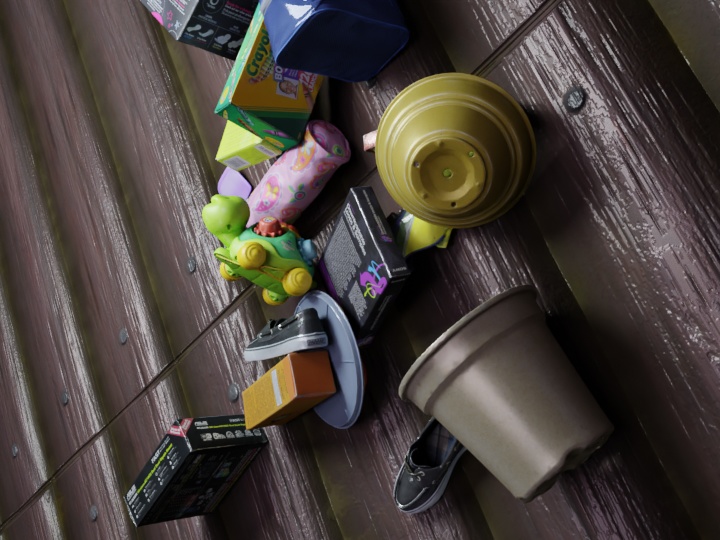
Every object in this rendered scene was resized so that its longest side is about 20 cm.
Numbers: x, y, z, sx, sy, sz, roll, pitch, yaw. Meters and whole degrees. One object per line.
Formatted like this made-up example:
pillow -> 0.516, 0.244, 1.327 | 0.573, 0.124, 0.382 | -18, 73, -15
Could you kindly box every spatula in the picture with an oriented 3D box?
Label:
spatula -> -0.175, -0.089, 1.531 | 0.057, 0.021, 0.200 | -54, 54, 25

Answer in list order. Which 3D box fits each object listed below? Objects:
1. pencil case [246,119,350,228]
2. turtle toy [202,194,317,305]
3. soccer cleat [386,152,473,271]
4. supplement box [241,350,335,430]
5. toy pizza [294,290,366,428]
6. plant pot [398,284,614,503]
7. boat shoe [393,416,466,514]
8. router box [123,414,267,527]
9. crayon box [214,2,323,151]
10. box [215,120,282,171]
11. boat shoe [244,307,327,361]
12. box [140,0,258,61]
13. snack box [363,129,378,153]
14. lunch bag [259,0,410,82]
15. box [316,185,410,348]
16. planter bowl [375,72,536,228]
pencil case -> -0.097, -0.132, 1.417 | 0.200, 0.087, 0.088 | -48, 56, 31
turtle toy -> -0.144, -0.032, 1.374 | 0.101, 0.200, 0.146 | -64, 16, -19
soccer cleat -> 0.102, -0.078, 1.243 | 0.084, 0.065, 0.200 | 49, 119, 9
supplement box -> -0.109, 0.177, 1.378 | 0.200, 0.066, 0.069 | -42, 57, 54
toy pizza -> -0.041, 0.126, 1.351 | 0.200, 0.032, 0.201 | 29, 125, 53
plant pot -> 0.176, 0.150, 1.068 | 0.184, 0.200, 0.201 | 51, 121, 22
boat shoe -> 0.090, 0.239, 1.214 | 0.200, 0.066, 0.070 | -54, 53, 27
router box -> -0.261, 0.313, 1.494 | 0.200, 0.150, 0.062 | -53, 54, 27
crayon box -> -0.118, -0.290, 1.373 | 0.058, 0.119, 0.201 | -14, 53, 58
box -> -0.150, -0.261, 1.464 | 0.122, 0.048, 0.201 | -12, 58, 48
boat shoe -> -0.110, 0.095, 1.368 | 0.200, 0.068, 0.057 | -18, 80, 54
box -> -0.273, -0.460, 1.581 | 0.200, 0.132, 0.115 | 49, 116, 35
snack box -> 0.098, -0.188, 1.236 | 0.200, 0.072, 0.024 | -14, 77, 43
lunch bag -> -0.046, -0.359, 1.303 | 0.136, 0.200, 0.133 | -36, 60, 42
box -> 0.000, 0.000, 1.291 | 0.143, 0.036, 0.200 | 67, 154, 25
planter bowl -> 0.108, -0.128, 1.137 | 0.200, 0.084, 0.201 | 5, 117, 10
